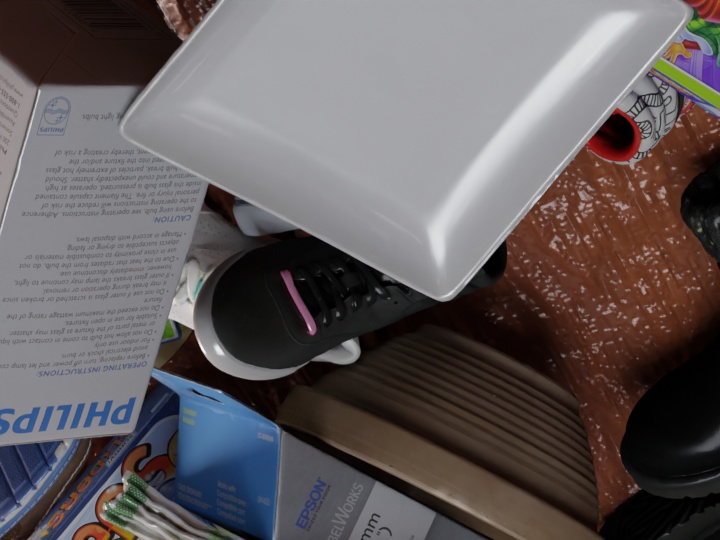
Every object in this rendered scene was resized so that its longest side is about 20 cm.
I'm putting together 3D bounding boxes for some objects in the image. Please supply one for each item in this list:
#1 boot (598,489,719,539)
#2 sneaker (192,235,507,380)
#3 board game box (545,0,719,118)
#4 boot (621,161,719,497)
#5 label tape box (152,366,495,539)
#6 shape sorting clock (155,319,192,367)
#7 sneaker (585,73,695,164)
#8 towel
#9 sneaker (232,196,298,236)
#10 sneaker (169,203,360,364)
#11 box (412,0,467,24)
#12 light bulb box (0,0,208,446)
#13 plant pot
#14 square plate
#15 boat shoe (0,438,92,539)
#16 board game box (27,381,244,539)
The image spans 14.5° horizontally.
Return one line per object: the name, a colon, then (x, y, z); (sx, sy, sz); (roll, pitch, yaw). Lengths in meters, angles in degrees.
boot: (0.259, 0.167, 1.680); (0.158, 0.079, 0.211); (41, 129, -17)
sneaker: (0.000, 0.000, 1.498); (0.099, 0.200, 0.071); (-28, 84, 40)
board game box: (0.179, -0.190, 1.376); (0.134, 0.045, 0.200); (29, 92, -19)
boot: (0.209, 0.022, 1.562); (0.211, 0.079, 0.158); (-32, 127, 12)
label tape box: (-0.039, 0.128, 1.587); (0.200, 0.144, 0.063); (30, 82, -25)
shape sorting clock: (-0.184, -0.001, 1.593); (0.200, 0.039, 0.200); (-3, 121, -5)
sneaker: (0.125, -0.149, 1.421); (0.067, 0.108, 0.201); (12, 139, 38)
towel: (-0.044, 0.169, 1.560); (0.200, 0.149, 0.031); (26, 84, 3)
sneaker: (0.013, -0.081, 1.519); (0.200, 0.073, 0.071); (-24, 98, 19)
sneaker: (-0.086, 0.004, 1.541); (0.200, 0.088, 0.075); (17, 107, -26)
box: (-0.031, -0.224, 1.350); (0.200, 0.149, 0.124); (12, 126, -8)
light bulb box: (-0.186, -0.046, 1.420); (0.125, 0.198, 0.200); (-2, 121, -40)
plant pot: (0.060, 0.093, 1.600); (0.201, 0.201, 0.093); (30, 82, -19)
square plate: (0.020, -0.098, 1.327); (0.200, 0.028, 0.198); (27, 117, -26)
boat shoe: (-0.220, 0.153, 1.701); (0.072, 0.072, 0.200); (25, 120, -42)
board game box: (-0.130, 0.184, 1.663); (0.135, 0.034, 0.200); (42, 83, -20)
